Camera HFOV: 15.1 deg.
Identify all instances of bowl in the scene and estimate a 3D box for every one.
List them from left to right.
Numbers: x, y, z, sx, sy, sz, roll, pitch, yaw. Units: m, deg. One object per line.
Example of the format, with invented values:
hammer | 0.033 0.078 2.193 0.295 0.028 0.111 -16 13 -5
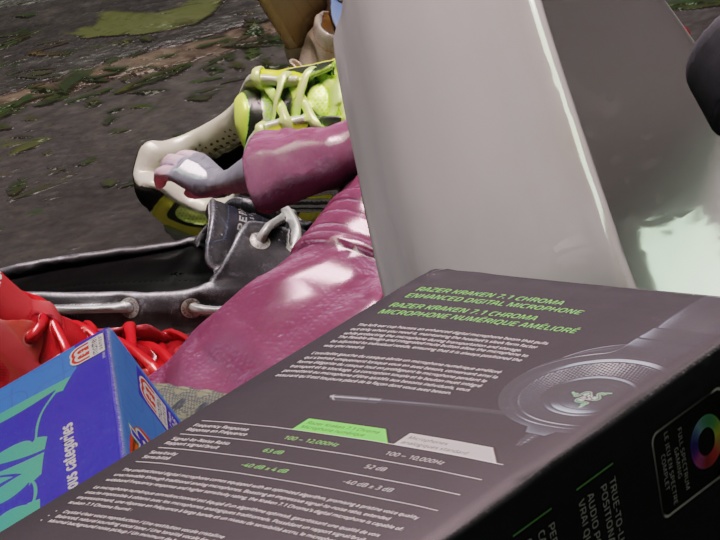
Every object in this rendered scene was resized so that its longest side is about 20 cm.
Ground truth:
bowl | 0.063 -0.005 0.744 0.075 0.200 0.200 -26 54 19

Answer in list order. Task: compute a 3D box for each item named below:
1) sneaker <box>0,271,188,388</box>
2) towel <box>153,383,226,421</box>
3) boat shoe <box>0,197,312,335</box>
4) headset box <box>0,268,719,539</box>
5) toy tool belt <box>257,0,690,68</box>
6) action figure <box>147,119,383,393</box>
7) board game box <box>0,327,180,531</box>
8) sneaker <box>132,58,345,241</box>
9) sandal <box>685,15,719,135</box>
sneaker | -0.090 0.030 0.887 0.200 0.116 0.078 -21 21 -22
towel | -0.066 0.110 0.690 0.200 0.035 0.193 7 49 51
boat shoe | -0.040 0.006 0.991 0.200 0.068 0.072 -10 20 1
headset box | 0.011 0.112 0.522 0.093 0.174 0.200 5 25 41
toy tool belt | 0.056 -0.098 1.138 0.200 0.123 0.125 -18 21 -18
action figure | 0.000 0.000 0.840 0.149 0.134 0.200 -49 13 56
board game box | -0.130 0.113 0.669 0.200 0.045 0.152 -31 28 7
sneaker | -0.002 -0.049 1.018 0.200 0.076 0.075 -30 51 33
sandal | 0.187 -0.065 0.804 0.200 0.076 0.043 -15 63 -24
